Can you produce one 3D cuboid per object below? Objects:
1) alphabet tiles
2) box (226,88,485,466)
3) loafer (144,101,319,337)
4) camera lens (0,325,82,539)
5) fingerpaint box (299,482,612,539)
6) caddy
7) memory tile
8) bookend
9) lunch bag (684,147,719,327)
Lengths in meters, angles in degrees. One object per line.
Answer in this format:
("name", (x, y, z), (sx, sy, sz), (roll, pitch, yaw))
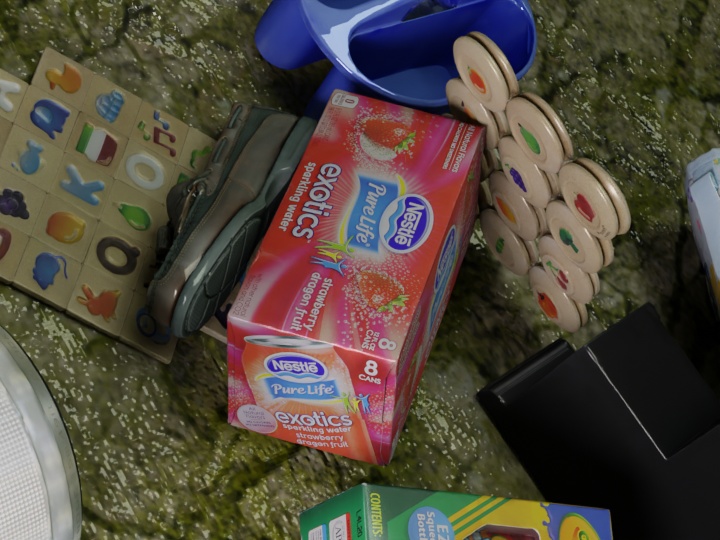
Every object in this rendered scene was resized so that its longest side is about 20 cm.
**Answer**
("alphabet tiles", (-0.148, -0.040, 1.027), (0.199, 0.006, 0.167), (29, 48, -18))
("box", (0.000, 0.000, 1.024), (0.099, 0.096, 0.201), (14, 47, 10))
("loafer", (-0.085, -0.034, 1.029), (0.062, 0.072, 0.200), (26, 39, 6))
("camera lens", (-0.232, 0.107, 0.758), (0.199, 0.160, 0.161), (-24, 76, -43))
("fingerpaint box", (0.059, 0.223, 0.934), (0.166, 0.073, 0.202), (11, 64, -30))
("caddy", (0.029, -0.162, 1.168), (0.199, 0.105, 0.142), (-22, 76, -43))
("memory tile", (0.097, -0.049, 1.081), (0.017, 0.200, 0.154), (-33, 72, -15))
("bookend", (0.204, 0.095, 1.060), (0.092, 0.199, 0.201), (-27, 77, -44))
("lunch bag", (0.309, 0.008, 1.250), (0.199, 0.127, 0.171), (8, 58, -44))
